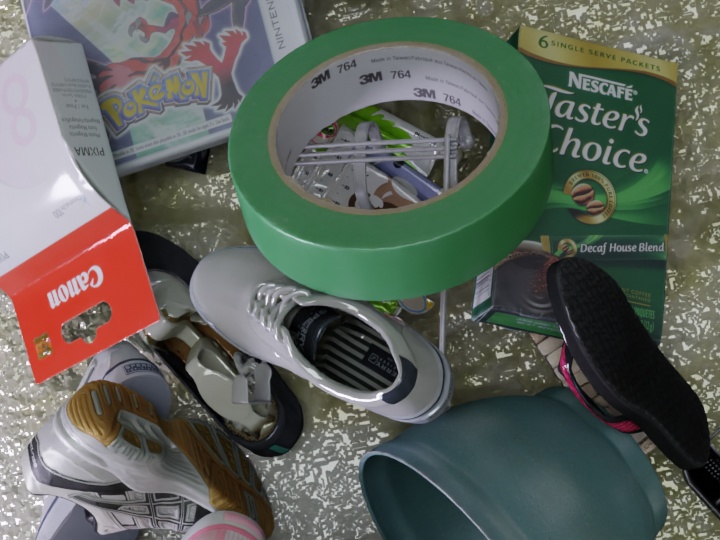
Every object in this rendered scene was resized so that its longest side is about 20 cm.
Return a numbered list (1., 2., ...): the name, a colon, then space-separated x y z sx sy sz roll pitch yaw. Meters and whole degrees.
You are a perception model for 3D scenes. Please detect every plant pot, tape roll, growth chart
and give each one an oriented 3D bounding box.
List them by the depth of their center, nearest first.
1. tape roll: 0.019 -0.074 0.831 0.198 0.048 0.202 -5 49 6
2. plant pot: 0.112 0.161 0.872 0.134 0.200 0.201 -35 83 -20
3. growth chart: -0.006 -0.022 0.969 0.143 0.018 0.202 22 93 9

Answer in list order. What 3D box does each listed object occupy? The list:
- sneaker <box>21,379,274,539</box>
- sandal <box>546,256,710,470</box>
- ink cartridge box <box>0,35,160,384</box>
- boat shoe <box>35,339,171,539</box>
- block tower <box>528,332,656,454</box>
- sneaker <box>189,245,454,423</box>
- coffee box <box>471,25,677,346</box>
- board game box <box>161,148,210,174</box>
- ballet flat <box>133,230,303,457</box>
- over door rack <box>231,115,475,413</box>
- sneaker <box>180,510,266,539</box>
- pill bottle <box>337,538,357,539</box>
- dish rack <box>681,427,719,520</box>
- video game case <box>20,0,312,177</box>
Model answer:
1. sneaker: -0.143 0.144 0.916 0.087 0.200 0.076 -39 41 16
2. sandal: 0.157 0.066 0.828 0.045 0.200 0.076 -14 49 32
3. ink cartridge box: -0.227 -0.037 0.938 0.162 0.057 0.202 -25 74 41
4. boat shoe: -0.189 0.144 0.965 0.065 0.073 0.202 44 113 49
5. block tower: 0.143 0.037 0.928 0.054 0.058 0.201 -33 82 5
6. sneaker: -0.033 0.029 0.829 0.198 0.071 0.074 22 83 29
7. coffee box: 0.144 -0.055 0.893 0.121 0.044 0.202 12 72 -10
8. board game box: -0.159 -0.184 0.987 0.134 0.035 0.203 12 89 9
9. ballet flat: -0.115 0.051 0.954 0.073 0.073 0.200 -41 83 4
10. over door rack: 0.000 0.000 0.903 0.146 0.067 0.203 -1 73 24
11. sneaker: -0.128 0.260 0.895 0.075 0.105 0.201 26 119 -16
12. pill bottle: -0.034 0.286 0.897 0.111 0.111 0.201 36 112 8
13. dish rack: 0.330 0.116 0.898 0.200 0.055 0.154 -45 84 6
14. video game case: -0.137 -0.172 0.946 0.198 0.023 0.185 -16 84 12
